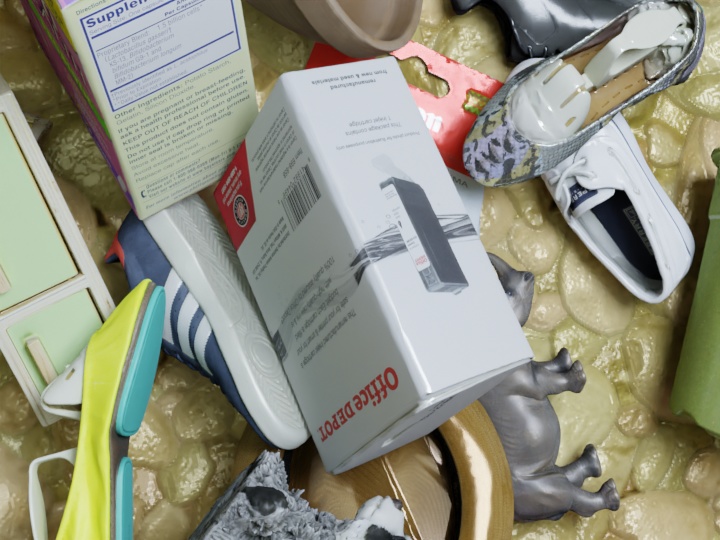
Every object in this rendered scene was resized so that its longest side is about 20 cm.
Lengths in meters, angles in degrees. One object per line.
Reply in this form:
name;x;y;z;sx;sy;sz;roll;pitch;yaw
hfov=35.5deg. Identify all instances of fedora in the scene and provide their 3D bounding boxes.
fedora;0.008;0.155;0.756;0.197;0.082;0.204;0;72;1

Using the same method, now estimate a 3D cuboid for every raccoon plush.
raccoon plush;-0.052;0.204;0.664;0.134;0.097;0.201;41;100;-3

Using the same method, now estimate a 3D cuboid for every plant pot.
plant pot;0.311;0.037;0.807;0.197;0.200;0.193;22;93;-9
plant pot;-0.039;-0.238;0.767;0.091;0.200;0.204;-10;86;27

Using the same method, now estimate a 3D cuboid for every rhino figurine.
rhino figurine;0.116;0.083;0.808;0.086;0.060;0.203;-15;85;-3

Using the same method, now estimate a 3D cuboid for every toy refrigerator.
toy refrigerator;-0.210;-0.010;0.698;0.075;0.070;0.202;-26;118;-14

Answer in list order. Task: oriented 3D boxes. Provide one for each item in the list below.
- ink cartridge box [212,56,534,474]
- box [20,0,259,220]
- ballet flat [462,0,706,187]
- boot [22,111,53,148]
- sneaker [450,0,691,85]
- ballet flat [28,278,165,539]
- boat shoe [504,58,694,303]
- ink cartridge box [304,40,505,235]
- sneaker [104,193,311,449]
ink cartridge box;0.000;0.000;0.674;0.083;0.144;0.202;-14;72;-30
box;-0.147;-0.165;0.675;0.096;0.201;0.177;-28;65;-14
ballet flat;0.154;-0.131;0.768;0.199;0.072;0.073;-33;92;-7
boot;-0.274;-0.129;0.736;0.153;0.073;0.203;18;83;-10
sneaker;0.155;-0.185;0.845;0.198;0.076;0.092;30;88;-1
ballet flat;-0.162;0.102;0.673;0.066;0.067;0.204;5;80;1
boat shoe;0.172;-0.065;0.819;0.200;0.073;0.065;48;40;-3
ink cartridge box;0.018;-0.075;0.808;0.160;0.050;0.203;22;83;-10
sneaker;-0.103;0.042;0.741;0.084;0.075;0.201;-42;67;24
